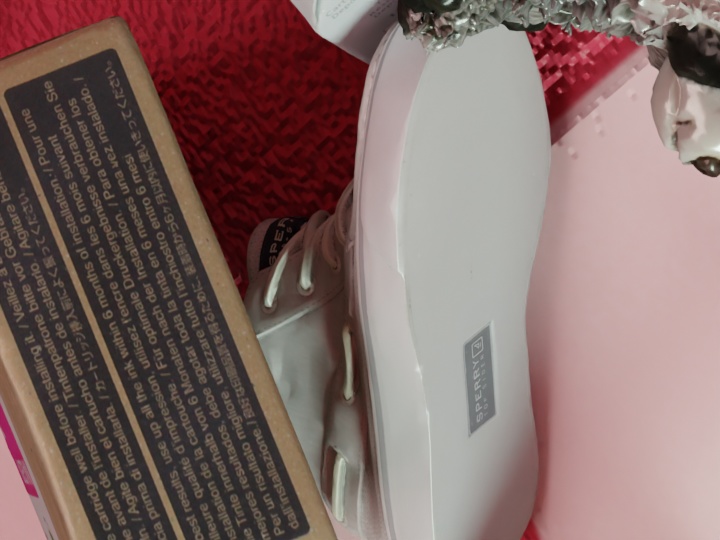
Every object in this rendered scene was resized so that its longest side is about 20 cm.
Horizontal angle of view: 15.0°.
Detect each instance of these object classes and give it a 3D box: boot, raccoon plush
[{"bbox_3d":[0.000,0.000,0.818,0.095,0.073,0.201,24,129,35],"label":"boot"},{"bbox_3d":[0.078,-0.126,0.678,0.133,0.097,0.201,4,104,18],"label":"raccoon plush"}]

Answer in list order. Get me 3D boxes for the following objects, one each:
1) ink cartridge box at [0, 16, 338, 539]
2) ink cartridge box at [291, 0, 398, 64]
[{"bbox_3d":[-0.080,0.023,0.835,0.200,0.075,0.166,154,94,-80],"label":"ink cartridge box"},{"bbox_3d":[-0.053,-0.139,0.724,0.057,0.200,0.163,-42,77,12],"label":"ink cartridge box"}]
